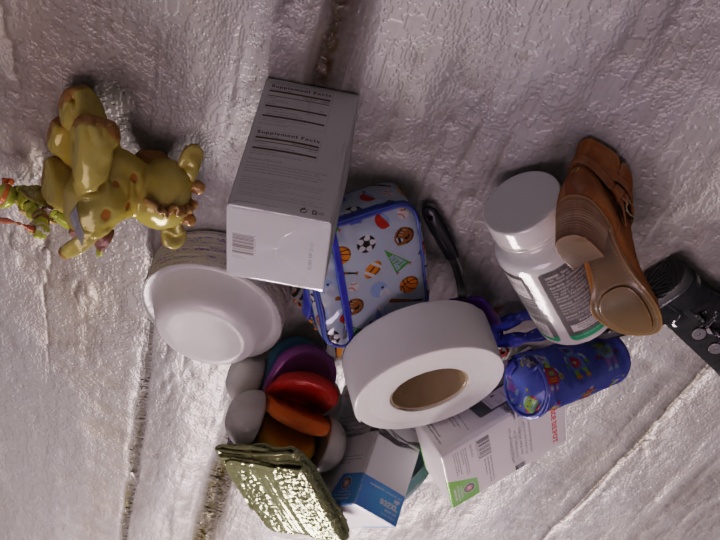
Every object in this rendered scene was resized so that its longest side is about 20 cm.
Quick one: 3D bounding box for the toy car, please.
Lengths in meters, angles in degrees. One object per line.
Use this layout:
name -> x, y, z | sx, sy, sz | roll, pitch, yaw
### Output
toy car -> -0.092, 0.175, 1.440 | 0.173, 0.201, 0.151 | 21, 119, -19

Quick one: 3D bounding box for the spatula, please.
spatula -> 0.120, 0.000, 1.281 | 0.056, 0.021, 0.201 | -6, 125, 33

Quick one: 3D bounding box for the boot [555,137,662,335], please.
boot -> 0.280, -0.035, 1.128 | 0.076, 0.156, 0.200 | -23, 126, 41

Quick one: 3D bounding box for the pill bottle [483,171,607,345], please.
pill bottle -> 0.225, -0.014, 1.197 | 0.112, 0.114, 0.201 | -13, 134, 26

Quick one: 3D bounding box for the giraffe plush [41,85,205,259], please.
giraffe plush -> -0.271, -0.106, 1.200 | 0.161, 0.202, 0.173 | 0, 145, -33

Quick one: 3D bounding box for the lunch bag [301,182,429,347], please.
lunch bag -> 0.000, 0.000, 1.244 | 0.158, 0.076, 0.202 | -19, 128, -13

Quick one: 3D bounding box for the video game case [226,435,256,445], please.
video game case -> -0.123, 0.234, 1.504 | 0.142, 0.201, 0.019 | 25, 116, -13

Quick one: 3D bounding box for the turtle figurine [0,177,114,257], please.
turtle figurine -> -0.399, -0.080, 1.288 | 0.160, 0.065, 0.199 | 22, -176, -35

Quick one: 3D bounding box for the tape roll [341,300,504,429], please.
tape roll -> 0.078, 0.123, 1.288 | 0.200, 0.071, 0.203 | -13, 148, -8

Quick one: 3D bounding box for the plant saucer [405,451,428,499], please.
plant saucer -> 0.043, 0.327, 1.570 | 0.199, 0.200, 0.028 | -30, 101, 38

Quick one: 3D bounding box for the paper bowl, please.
paper bowl -> -0.200, 0.050, 1.383 | 0.198, 0.105, 0.202 | 8, 140, 6

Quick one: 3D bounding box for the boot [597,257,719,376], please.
boot -> 0.414, 0.080, 1.304 | 0.199, 0.066, 0.164 | 30, 138, -27

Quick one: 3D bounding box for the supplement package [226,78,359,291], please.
supplement package -> -0.072, -0.096, 1.108 | 0.108, 0.202, 0.114 | 10, 139, 0

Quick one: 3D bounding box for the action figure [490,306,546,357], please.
action figure -> 0.187, 0.084, 1.358 | 0.198, 0.066, 0.051 | -22, 171, 33

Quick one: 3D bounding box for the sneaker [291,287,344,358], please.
sneaker -> -0.051, 0.034, 1.355 | 0.076, 0.079, 0.202 | 1, 128, 12

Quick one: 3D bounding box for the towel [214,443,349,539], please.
towel -> -0.102, 0.301, 1.385 | 0.147, 0.037, 0.201 | 1, 135, 30

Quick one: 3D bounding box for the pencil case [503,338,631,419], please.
pencil case -> 0.264, 0.129, 1.310 | 0.198, 0.087, 0.078 | -11, 149, -42

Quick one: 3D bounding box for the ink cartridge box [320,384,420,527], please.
ink cartridge box -> 0.012, 0.263, 1.476 | 0.083, 0.202, 0.145 | 33, 152, -23

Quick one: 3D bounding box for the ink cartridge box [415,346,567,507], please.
ink cartridge box -> 0.184, 0.220, 1.424 | 0.198, 0.084, 0.146 | -28, 138, -12
